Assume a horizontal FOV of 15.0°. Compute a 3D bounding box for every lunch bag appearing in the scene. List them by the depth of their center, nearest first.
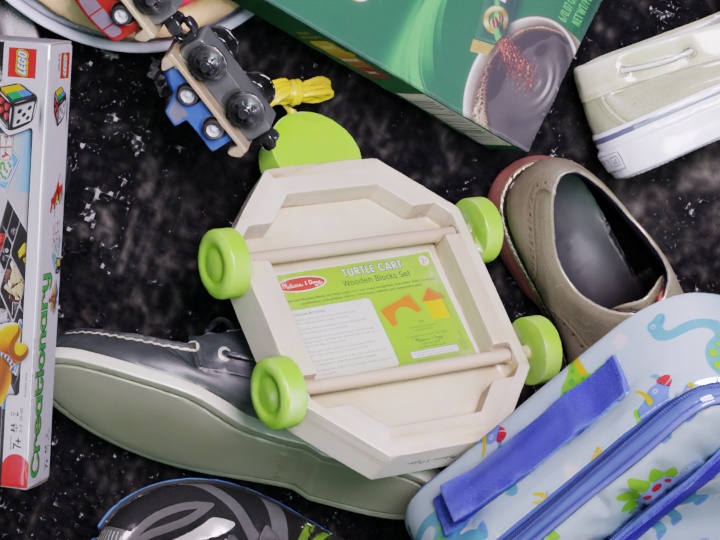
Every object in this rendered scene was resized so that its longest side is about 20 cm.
[{"bbox_3d":[0.128,0.103,1.242,0.161,0.083,0.200,24,125,-41],"label":"lunch bag"}]

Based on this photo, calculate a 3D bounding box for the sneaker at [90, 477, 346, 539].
[{"bbox_3d":[-0.028,0.148,1.274,0.199,0.083,0.071,20,86,-10],"label":"sneaker"}]

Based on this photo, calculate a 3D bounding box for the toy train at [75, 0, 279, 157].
[{"bbox_3d":[-0.106,-0.127,1.227,0.046,0.034,0.200,-32,108,24],"label":"toy train"}]

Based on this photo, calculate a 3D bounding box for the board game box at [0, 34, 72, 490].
[{"bbox_3d":[-0.198,-0.008,1.231,0.126,0.035,0.201,5,96,13],"label":"board game box"}]

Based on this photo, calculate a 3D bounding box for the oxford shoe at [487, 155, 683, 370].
[{"bbox_3d":[0.131,0.034,1.308,0.070,0.075,0.200,-39,98,-11],"label":"oxford shoe"}]

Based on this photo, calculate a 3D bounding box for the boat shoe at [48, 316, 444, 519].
[{"bbox_3d":[-0.052,0.055,1.280,0.199,0.075,0.066,15,58,-3],"label":"boat shoe"}]

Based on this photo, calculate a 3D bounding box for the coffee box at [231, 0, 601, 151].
[{"bbox_3d":[0.019,-0.151,1.277,0.200,0.044,0.123,30,84,-25],"label":"coffee box"}]

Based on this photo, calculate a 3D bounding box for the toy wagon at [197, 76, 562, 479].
[{"bbox_3d":[0.000,0.000,1.273,0.155,0.040,0.200,-7,61,-33],"label":"toy wagon"}]

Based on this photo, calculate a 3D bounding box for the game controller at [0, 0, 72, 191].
[{"bbox_3d":[-0.199,-0.117,1.266,0.104,0.042,0.201,-11,92,3],"label":"game controller"}]

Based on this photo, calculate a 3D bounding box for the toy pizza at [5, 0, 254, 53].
[{"bbox_3d":[-0.102,-0.201,1.261,0.200,0.032,0.201,1,89,-24],"label":"toy pizza"}]

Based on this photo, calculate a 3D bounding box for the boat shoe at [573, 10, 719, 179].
[{"bbox_3d":[0.198,-0.112,1.323,0.200,0.072,0.062,-27,98,-7],"label":"boat shoe"}]
